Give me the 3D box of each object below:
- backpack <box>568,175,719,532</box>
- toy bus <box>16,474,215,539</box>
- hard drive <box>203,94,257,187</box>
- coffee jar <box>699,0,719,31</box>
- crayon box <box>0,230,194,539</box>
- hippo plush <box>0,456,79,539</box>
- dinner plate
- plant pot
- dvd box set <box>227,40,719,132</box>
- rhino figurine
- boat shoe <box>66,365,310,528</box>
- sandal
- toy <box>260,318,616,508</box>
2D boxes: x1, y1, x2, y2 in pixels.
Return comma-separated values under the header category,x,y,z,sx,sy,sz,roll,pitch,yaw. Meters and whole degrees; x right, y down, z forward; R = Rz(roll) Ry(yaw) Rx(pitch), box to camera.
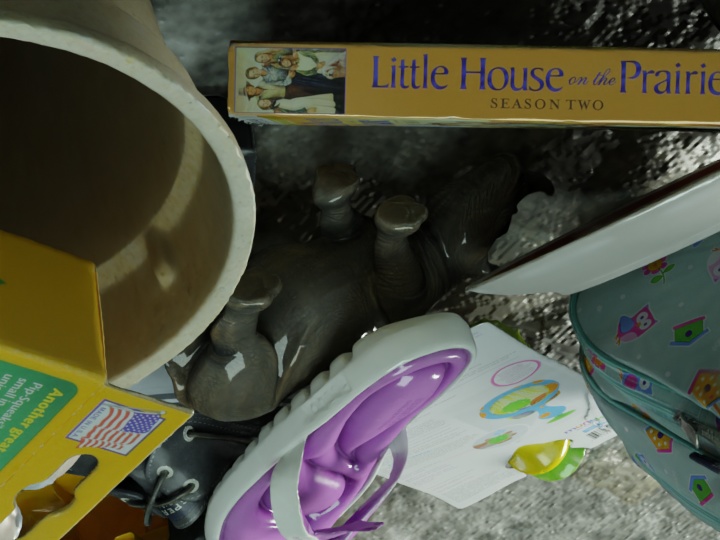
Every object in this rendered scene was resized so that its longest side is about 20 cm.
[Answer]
category,x,y,z,sx,sy,sz,roll,pitch,yaw
backpack,0.187,0.044,1.009,0.167,0.200,0.127,-39,126,-18
toy bus,-0.090,0.213,1.149,0.136,0.200,0.192,-19,149,10
hard drive,-0.147,-0.011,0.978,0.200,0.038,0.140,-5,141,-10
coffee jar,0.224,-0.122,0.881,0.200,0.104,0.085,7,134,-23
crayon box,-0.169,0.031,0.719,0.200,0.052,0.126,21,132,-33
hippo plush,-0.195,0.019,0.895,0.161,0.159,0.200,35,167,-22
dinner plate,0.135,-0.028,0.940,0.200,0.024,0.200,-25,-179,0
plant pot,-0.145,-0.077,0.780,0.200,0.184,0.200,-7,142,-5
dvd box set,0.058,-0.067,0.868,0.200,0.029,0.146,1,-178,3
rhino figurine,0.000,0.000,0.983,0.200,0.060,0.087,-25,141,-25
boat shoe,-0.080,0.082,1.049,0.200,0.066,0.070,5,157,-45
sandal,-0.010,0.088,0.993,0.082,0.050,0.203,-11,152,-30
toy,0.047,0.056,1.083,0.115,0.047,0.200,-27,151,20
